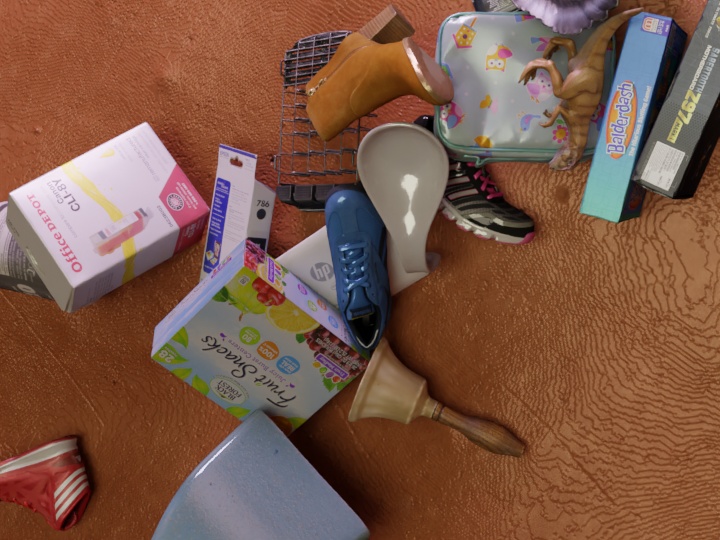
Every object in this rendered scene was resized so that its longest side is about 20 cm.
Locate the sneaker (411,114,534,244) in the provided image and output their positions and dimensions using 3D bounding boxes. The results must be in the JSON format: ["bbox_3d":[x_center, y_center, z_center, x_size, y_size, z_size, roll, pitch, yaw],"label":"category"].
[{"bbox_3d":[0.118,-0.106,1.364,0.199,0.073,0.088,37,113,21],"label":"sneaker"}]

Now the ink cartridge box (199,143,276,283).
[{"bbox_3d":[-0.148,-0.045,1.478,0.099,0.039,0.203,24,107,54],"label":"ink cartridge box"}]

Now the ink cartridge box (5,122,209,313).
[{"bbox_3d":[-0.305,-0.064,1.479,0.146,0.199,0.084,53,153,9],"label":"ink cartridge box"}]

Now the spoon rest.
[{"bbox_3d":[0.053,-0.072,1.315,0.098,0.061,0.202,-2,130,13],"label":"spoon rest"}]

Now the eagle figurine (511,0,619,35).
[{"bbox_3d":[0.199,-0.329,1.223,0.199,0.151,0.153,33,111,13],"label":"eagle figurine"}]

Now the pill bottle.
[{"bbox_3d":[-0.425,-0.027,1.580,0.197,0.113,0.115,12,98,22],"label":"pill bottle"}]

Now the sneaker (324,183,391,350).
[{"bbox_3d":[0.000,0.000,1.362,0.065,0.079,0.202,-6,128,5],"label":"sneaker"}]

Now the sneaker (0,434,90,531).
[{"bbox_3d":[-0.446,0.306,1.634,0.198,0.078,0.117,-26,83,24],"label":"sneaker"}]

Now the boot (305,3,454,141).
[{"bbox_3d":[0.013,-0.182,1.272,0.144,0.071,0.202,-44,35,16],"label":"boot"}]

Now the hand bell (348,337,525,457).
[{"bbox_3d":[0.096,0.163,1.401,0.198,0.104,0.105,23,102,7],"label":"hand bell"}]

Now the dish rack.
[{"bbox_3d":[-0.036,-0.171,1.416,0.152,0.054,0.203,2,89,44],"label":"dish rack"}]

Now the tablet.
[{"bbox_3d":[-0.032,0.011,1.426,0.199,0.014,0.130,-33,123,21],"label":"tablet"}]

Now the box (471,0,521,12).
[{"bbox_3d":[0.196,-0.375,1.327,0.198,0.046,0.161,-23,85,23],"label":"box"}]

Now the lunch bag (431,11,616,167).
[{"bbox_3d":[0.168,-0.189,1.304,0.197,0.077,0.163,2,91,1],"label":"lunch bag"}]

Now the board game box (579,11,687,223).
[{"bbox_3d":[0.280,-0.153,1.250,0.044,0.152,0.203,16,99,18],"label":"board game box"}]

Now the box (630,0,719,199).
[{"bbox_3d":[0.342,-0.172,1.219,0.051,0.157,0.202,26,102,18],"label":"box"}]

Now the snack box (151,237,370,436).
[{"bbox_3d":[-0.114,0.087,1.425,0.199,0.068,0.168,40,112,-23],"label":"snack box"}]

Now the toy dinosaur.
[{"bbox_3d":[0.220,-0.197,1.213,0.106,0.060,0.202,35,133,28],"label":"toy dinosaur"}]

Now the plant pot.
[{"bbox_3d":[-0.146,0.324,1.402,0.196,0.199,0.197,46,142,14],"label":"plant pot"}]
